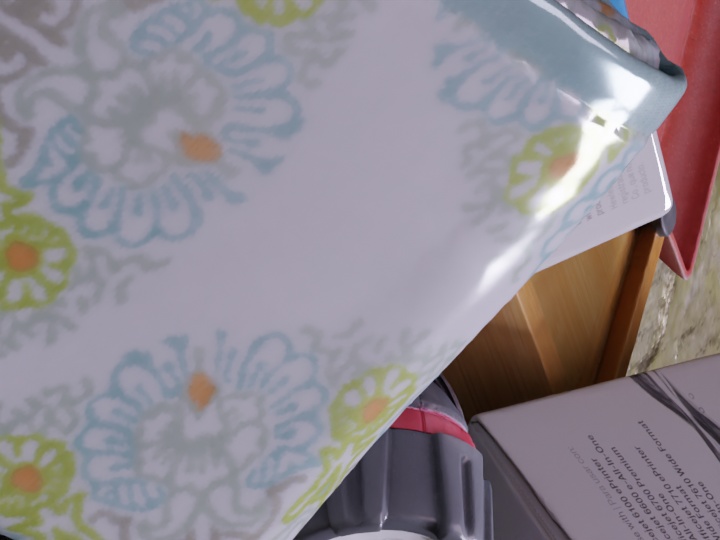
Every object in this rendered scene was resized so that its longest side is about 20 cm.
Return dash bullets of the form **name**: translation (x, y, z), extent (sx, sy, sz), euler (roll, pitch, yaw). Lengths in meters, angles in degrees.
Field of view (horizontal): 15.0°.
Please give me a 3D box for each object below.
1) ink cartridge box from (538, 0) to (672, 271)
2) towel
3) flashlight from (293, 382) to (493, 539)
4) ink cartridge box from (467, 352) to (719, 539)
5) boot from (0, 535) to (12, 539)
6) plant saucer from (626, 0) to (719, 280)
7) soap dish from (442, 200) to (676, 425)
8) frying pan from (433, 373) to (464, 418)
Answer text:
- **ink cartridge box**: translation (-0.038, -0.032, 0.634), extent (0.068, 0.199, 0.116), euler (-121, -171, -51)
- **towel**: translation (-0.050, -0.027, 0.561), extent (0.200, 0.171, 0.048), euler (32, 20, -35)
- **flashlight**: translation (0.000, 0.000, 0.796), extent (0.068, 0.067, 0.201), euler (63, 21, -56)
- **ink cartridge box**: translation (0.098, 0.107, 0.948), extent (0.199, 0.084, 0.145), euler (-11, 144, -42)
- **boot**: translation (-0.071, 0.164, 0.758), extent (0.186, 0.064, 0.201), euler (-16, 115, -64)
- **plant saucer**: translation (0.132, -0.129, 1.209), extent (0.200, 0.036, 0.201), euler (60, 42, -56)
- **soap dish**: translation (0.047, -0.022, 0.965), extent (0.200, 0.081, 0.158), euler (66, 37, -50)
- **frying pan**: translation (0.012, 0.049, 0.826), extent (0.031, 0.115, 0.191), euler (16, 119, -33)
